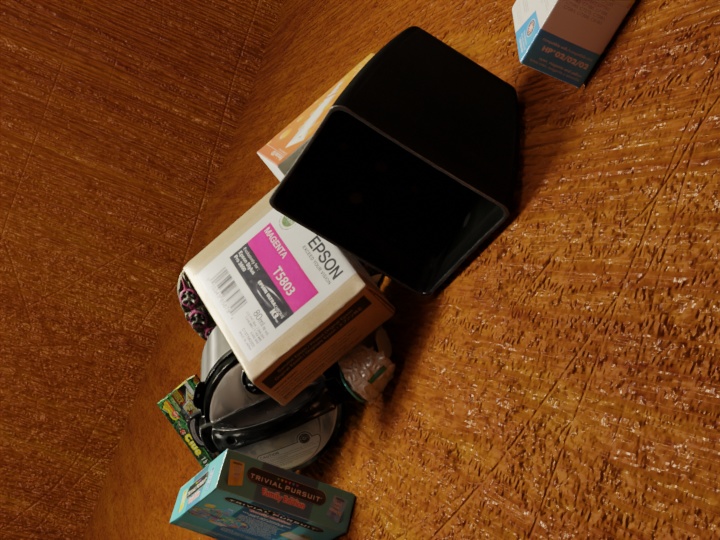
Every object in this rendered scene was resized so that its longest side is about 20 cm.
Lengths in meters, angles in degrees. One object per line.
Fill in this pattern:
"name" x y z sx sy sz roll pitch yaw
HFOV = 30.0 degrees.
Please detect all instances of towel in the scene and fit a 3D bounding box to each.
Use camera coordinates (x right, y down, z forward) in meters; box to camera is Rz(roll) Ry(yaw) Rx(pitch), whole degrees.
"towel" 0.042 -0.113 1.588 0.152 0.023 0.200 -41 1 -26

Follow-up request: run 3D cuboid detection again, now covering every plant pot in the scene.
"plant pot" 0.053 -0.128 1.388 0.200 0.199 0.178 -48 14 56

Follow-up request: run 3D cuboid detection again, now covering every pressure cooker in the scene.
"pressure cooker" -0.108 0.145 1.603 0.176 0.178 0.200 -62 14 13

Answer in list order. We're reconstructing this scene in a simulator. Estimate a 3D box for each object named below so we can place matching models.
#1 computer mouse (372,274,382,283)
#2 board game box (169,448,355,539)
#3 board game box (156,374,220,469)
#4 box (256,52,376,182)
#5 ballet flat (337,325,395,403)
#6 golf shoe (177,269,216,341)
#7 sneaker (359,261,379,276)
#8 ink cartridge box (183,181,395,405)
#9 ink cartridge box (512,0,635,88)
"computer mouse" 0.000 0.000 1.679 0.110 0.044 0.201 -110 43 -68
"board game box" -0.113 0.265 1.497 0.200 0.151 0.047 136 152 -59
"board game box" -0.168 0.226 1.652 0.023 0.200 0.105 -34 3 14
"box" -0.015 -0.169 1.683 0.200 0.098 0.124 -42 20 -4
"ballet flat" 0.003 0.084 1.524 0.072 0.072 0.200 -65 20 16
"golf shoe" -0.163 0.061 1.722 0.073 0.200 0.092 -35 28 12
"sneaker" 0.007 -0.010 1.575 0.200 0.095 0.080 -36 59 49
"ink cartridge box" -0.083 0.021 1.491 0.165 0.075 0.200 -41 51 5
"ink cartridge box" 0.216 -0.282 1.216 0.115 0.068 0.200 -88 23 -53
